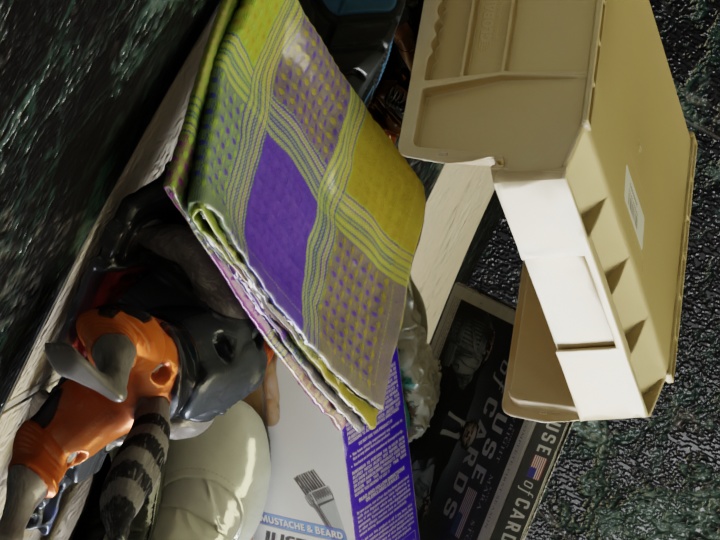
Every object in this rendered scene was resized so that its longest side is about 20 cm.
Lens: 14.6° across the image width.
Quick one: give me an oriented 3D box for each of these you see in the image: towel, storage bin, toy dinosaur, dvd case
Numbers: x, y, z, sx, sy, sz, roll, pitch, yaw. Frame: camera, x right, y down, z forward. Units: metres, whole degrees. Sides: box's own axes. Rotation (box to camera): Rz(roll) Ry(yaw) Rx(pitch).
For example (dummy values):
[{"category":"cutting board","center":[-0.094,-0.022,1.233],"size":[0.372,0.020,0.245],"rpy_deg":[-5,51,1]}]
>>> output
[{"category":"towel","center":[-0.022,-0.034,1.263],"size":[0.200,0.023,0.144],"rpy_deg":[56,41,-48]},{"category":"storage bin","center":[0.099,-0.057,1.416],"size":[0.200,0.093,0.199],"rpy_deg":[67,26,-45]},{"category":"toy dinosaur","center":[0.015,-0.131,1.531],"size":[0.136,0.102,0.201],"rpy_deg":[-86,178,-70]},{"category":"dvd case","center":[0.064,0.093,1.568],"size":[0.151,0.025,0.200],"rpy_deg":[-69,-163,2]}]

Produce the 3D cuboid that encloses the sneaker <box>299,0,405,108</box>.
[{"category":"sneaker","center":[-0.032,-0.061,1.370],"size":[0.201,0.073,0.082],"rpy_deg":[-60,173,-18]}]

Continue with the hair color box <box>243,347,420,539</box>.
[{"category":"hair color box","center":[-0.031,0.106,1.528],"size":[0.065,0.109,0.201],"rpy_deg":[-30,121,-46]}]

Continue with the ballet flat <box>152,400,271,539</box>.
[{"category":"ballet flat","center":[-0.099,0.155,1.509],"size":[0.201,0.069,0.069],"rpy_deg":[-64,174,35]}]

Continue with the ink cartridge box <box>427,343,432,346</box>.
[{"category":"ink cartridge box","center":[-0.033,0.117,1.755],"size":[0.197,0.047,0.201],"rpy_deg":[29,-89,51]}]

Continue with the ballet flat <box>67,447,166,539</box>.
[{"category":"ballet flat","center":[-0.141,0.136,1.468],"size":[0.067,0.057,0.201],"rpy_deg":[-108,-146,-63]}]

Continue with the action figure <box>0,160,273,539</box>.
[{"category":"action figure","center":[-0.102,0.066,1.234],"size":[0.193,0.104,0.201],"rpy_deg":[-37,154,-55]}]

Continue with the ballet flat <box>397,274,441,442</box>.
[{"category":"ballet flat","center":[0.000,0.000,1.537],"size":[0.072,0.071,0.201],"rpy_deg":[-54,134,-55]}]
